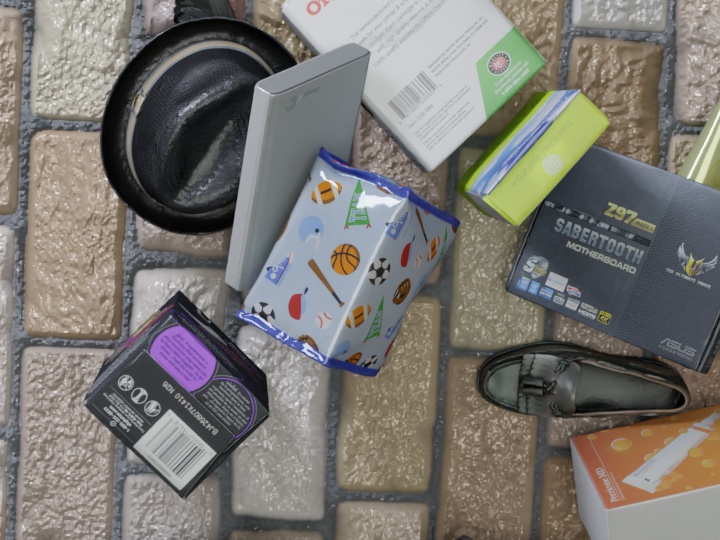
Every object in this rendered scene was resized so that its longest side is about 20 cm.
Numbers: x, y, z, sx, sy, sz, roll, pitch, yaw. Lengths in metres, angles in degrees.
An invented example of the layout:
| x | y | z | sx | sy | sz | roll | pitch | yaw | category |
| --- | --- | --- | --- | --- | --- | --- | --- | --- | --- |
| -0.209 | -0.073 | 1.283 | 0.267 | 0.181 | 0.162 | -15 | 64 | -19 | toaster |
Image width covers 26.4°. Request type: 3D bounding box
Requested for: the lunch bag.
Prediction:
| x | y | z | sx | sy | sz | roll | pitch | yaw | category |
| --- | --- | --- | --- | --- | --- | --- | --- | --- | --- |
| 0.000 | 0.000 | 1.361 | 0.124 | 0.200 | 0.170 | 29 | 94 | 25 | lunch bag |

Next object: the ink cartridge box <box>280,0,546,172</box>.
| x | y | z | sx | sy | sz | roll | pitch | yaw | category |
| --- | --- | --- | --- | --- | --- | --- | --- | --- | --- |
| 0.044 | -0.210 | 1.390 | 0.146 | 0.084 | 0.200 | -43 | 96 | 0 | ink cartridge box |

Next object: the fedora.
| x | y | z | sx | sy | sz | roll | pitch | yaw | category |
| --- | --- | --- | --- | --- | --- | --- | --- | --- | --- |
| -0.129 | -0.117 | 1.338 | 0.200 | 0.092 | 0.201 | -4 | 109 | -12 | fedora |

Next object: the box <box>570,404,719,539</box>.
| x | y | z | sx | sy | sz | roll | pitch | yaw | category |
| --- | --- | --- | --- | --- | --- | --- | --- | --- | --- |
| 0.309 | 0.203 | 1.416 | 0.200 | 0.124 | 0.098 | -13 | 117 | -3 | box |

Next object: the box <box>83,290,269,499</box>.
| x | y | z | sx | sy | sz | roll | pitch | yaw | category |
| --- | --- | --- | --- | --- | --- | --- | --- | --- | --- |
| -0.157 | 0.103 | 1.346 | 0.106 | 0.200 | 0.122 | -44 | 96 | 1 | box |

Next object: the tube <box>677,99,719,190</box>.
| x | y | z | sx | sy | sz | roll | pitch | yaw | category |
| --- | --- | --- | --- | --- | --- | --- | --- | --- | --- |
| 0.323 | -0.087 | 1.437 | 0.052 | 0.058 | 0.200 | 30 | 92 | 4 | tube |

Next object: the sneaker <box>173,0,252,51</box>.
| x | y | z | sx | sy | sz | roll | pitch | yaw | category |
| --- | --- | --- | --- | --- | --- | --- | --- | --- | --- |
| -0.153 | -0.194 | 1.387 | 0.104 | 0.060 | 0.200 | -27 | 107 | -3 | sneaker |

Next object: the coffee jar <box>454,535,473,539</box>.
| x | y | z | sx | sy | sz | roll | pitch | yaw | category |
| --- | --- | --- | --- | --- | --- | --- | --- | --- | --- |
| 0.123 | 0.340 | 1.379 | 0.104 | 0.085 | 0.200 | -39 | 83 | -27 | coffee jar |

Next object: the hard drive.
| x | y | z | sx | sy | sz | roll | pitch | yaw | category |
| --- | --- | --- | --- | --- | --- | --- | --- | --- | --- |
| -0.055 | -0.089 | 1.336 | 0.026 | 0.132 | 0.200 | 32 | 130 | 25 | hard drive |

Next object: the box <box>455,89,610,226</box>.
| x | y | z | sx | sy | sz | roll | pitch | yaw | category |
| --- | --- | --- | --- | --- | --- | --- | --- | --- | --- |
| 0.149 | -0.101 | 1.349 | 0.048 | 0.200 | 0.122 | 41 | 92 | -7 | box |

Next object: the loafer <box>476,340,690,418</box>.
| x | y | z | sx | sy | sz | roll | pitch | yaw | category |
| --- | --- | --- | --- | --- | --- | --- | --- | --- | --- |
| 0.212 | 0.107 | 1.442 | 0.200 | 0.063 | 0.072 | 3 | 96 | -4 | loafer |

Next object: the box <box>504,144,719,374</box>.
| x | y | z | sx | sy | sz | roll | pitch | yaw | category |
| --- | --- | --- | --- | --- | --- | --- | --- | --- | --- |
| 0.252 | -0.015 | 1.398 | 0.200 | 0.051 | 0.158 | 24 | 93 | 22 | box |
